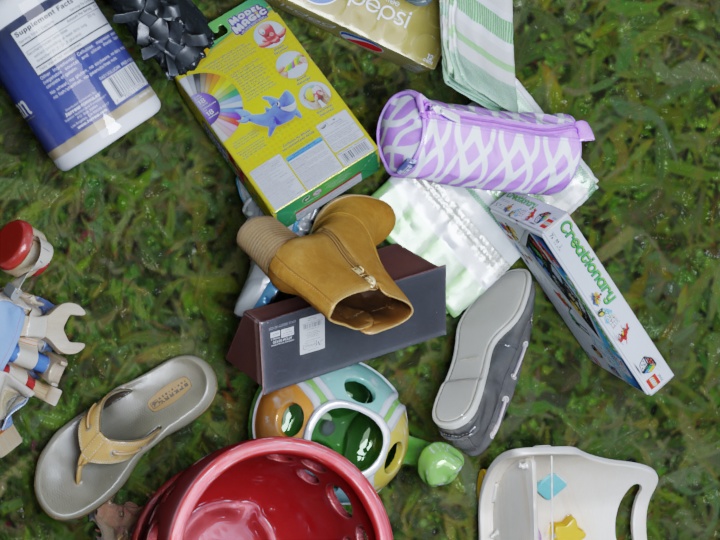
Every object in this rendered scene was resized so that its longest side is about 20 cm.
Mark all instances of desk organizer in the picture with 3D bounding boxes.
[{"bbox_3d":[-0.023,0.040,1.536,0.199,0.077,0.072,-17,118,-30],"label":"desk organizer"}]

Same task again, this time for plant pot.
[{"bbox_3d":[-0.094,0.244,1.432,0.199,0.182,0.201,3,82,-22],"label":"plant pot"}]

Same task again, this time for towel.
[{"bbox_3d":[0.112,-0.254,1.559,0.023,0.152,0.201,-7,78,28],"label":"towel"},{"bbox_3d":[0.115,-0.073,1.630,0.200,0.031,0.149,-42,98,-6],"label":"towel"}]

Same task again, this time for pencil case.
[{"bbox_3d":[0.109,-0.118,1.533,0.199,0.086,0.084,4,49,-34],"label":"pencil case"}]

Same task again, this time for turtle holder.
[{"bbox_3d":[-0.013,0.161,1.552,0.141,0.132,0.186,-45,101,-8],"label":"turtle holder"}]

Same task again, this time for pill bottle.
[{"bbox_3d":[-0.274,-0.199,1.485,0.111,0.111,0.200,-34,99,-10],"label":"pill bottle"}]

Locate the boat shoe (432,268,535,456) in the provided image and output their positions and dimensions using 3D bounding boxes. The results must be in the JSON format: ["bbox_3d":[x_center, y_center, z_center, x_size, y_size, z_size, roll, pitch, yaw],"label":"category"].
[{"bbox_3d":[0.123,0.087,1.598,0.057,0.067,0.200,56,46,-35],"label":"boat shoe"}]

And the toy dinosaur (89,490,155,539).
[{"bbox_3d":[-0.139,0.247,1.555,0.199,0.086,0.136,-12,88,-18],"label":"toy dinosaur"}]

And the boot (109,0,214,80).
[{"bbox_3d":[-0.206,-0.271,1.501,0.073,0.199,0.162,-36,130,14],"label":"boot"}]

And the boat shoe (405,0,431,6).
[{"bbox_3d":[0.022,-0.325,1.551,0.073,0.062,0.201,-29,59,12],"label":"boat shoe"}]

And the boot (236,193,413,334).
[{"bbox_3d":[0.000,-0.001,1.476,0.201,0.144,0.071,-9,129,-48],"label":"boot"}]

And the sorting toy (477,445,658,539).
[{"bbox_3d":[0.213,0.260,1.634,0.179,0.107,0.201,-2,93,-21],"label":"sorting toy"}]

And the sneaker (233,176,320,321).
[{"bbox_3d":[-0.085,-0.050,1.565,0.086,0.075,0.201,25,79,-6],"label":"sneaker"}]

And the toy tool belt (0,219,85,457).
[{"bbox_3d":[-0.310,0.064,1.500,0.123,0.125,0.201,32,88,-44],"label":"toy tool belt"}]

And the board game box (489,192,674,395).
[{"bbox_3d":[0.207,0.019,1.583,0.035,0.126,0.200,-38,112,-7],"label":"board game box"}]

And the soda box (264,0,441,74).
[{"bbox_3d":[-0.013,-0.256,1.569,0.199,0.064,0.068,24,87,-14],"label":"soda box"}]

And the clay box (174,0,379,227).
[{"bbox_3d":[-0.084,-0.146,1.535,0.115,0.048,0.200,-32,68,-10],"label":"clay box"}]

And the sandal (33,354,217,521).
[{"bbox_3d":[-0.217,0.144,1.532,0.200,0.054,0.080,-38,78,-11],"label":"sandal"}]
